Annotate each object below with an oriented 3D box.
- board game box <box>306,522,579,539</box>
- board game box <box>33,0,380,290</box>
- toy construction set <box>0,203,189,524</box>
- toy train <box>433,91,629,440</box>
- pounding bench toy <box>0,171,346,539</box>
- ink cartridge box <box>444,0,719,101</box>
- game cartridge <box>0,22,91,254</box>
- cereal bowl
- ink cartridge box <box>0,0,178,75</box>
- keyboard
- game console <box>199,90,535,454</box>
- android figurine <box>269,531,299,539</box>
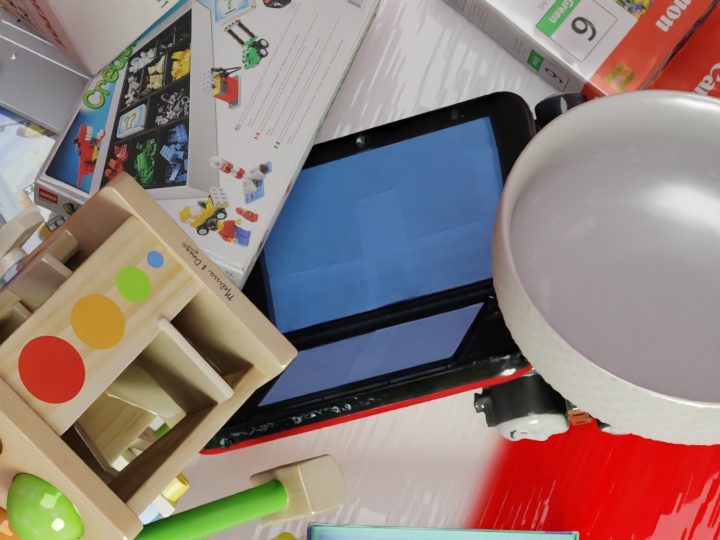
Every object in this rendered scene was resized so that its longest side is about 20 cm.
[{"bbox_3d":[0.042,0.242,1.340,0.152,0.045,0.200,3,78,-2],"label":"board game box"},{"bbox_3d":[-0.084,-0.099,1.370,0.126,0.035,0.200,24,65,3],"label":"board game box"},{"bbox_3d":[-0.167,0.060,1.318,0.092,0.131,0.200,-29,87,9],"label":"toy construction set"},{"bbox_3d":[0.107,0.000,1.386,0.114,0.085,0.200,-11,80,6],"label":"toy train"},{"bbox_3d":[-0.118,0.089,1.189,0.200,0.124,0.156,46,55,-7],"label":"pounding bench toy"},{"bbox_3d":[0.156,-0.148,1.433,0.200,0.050,0.109,39,78,6],"label":"ink cartridge box"},{"bbox_3d":[-0.169,-0.080,1.407,0.200,0.042,0.133,-33,85,-10],"label":"game cartridge"},{"bbox_3d":[0.160,0.008,1.241,0.200,0.083,0.200,5,53,-6],"label":"cereal bowl"},{"bbox_3d":[-0.201,-0.217,1.343,0.084,0.145,0.200,-45,58,-12],"label":"ink cartridge box"},{"bbox_3d":[-0.143,-0.093,1.388,0.200,0.011,0.056,26,76,3],"label":"keyboard"},{"bbox_3d":[0.000,0.000,1.325,0.200,0.172,0.119,-16,104,19],"label":"game console"},{"bbox_3d":[-0.059,0.235,1.304,0.200,0.041,0.182,30,88,23],"label":"android figurine"}]
